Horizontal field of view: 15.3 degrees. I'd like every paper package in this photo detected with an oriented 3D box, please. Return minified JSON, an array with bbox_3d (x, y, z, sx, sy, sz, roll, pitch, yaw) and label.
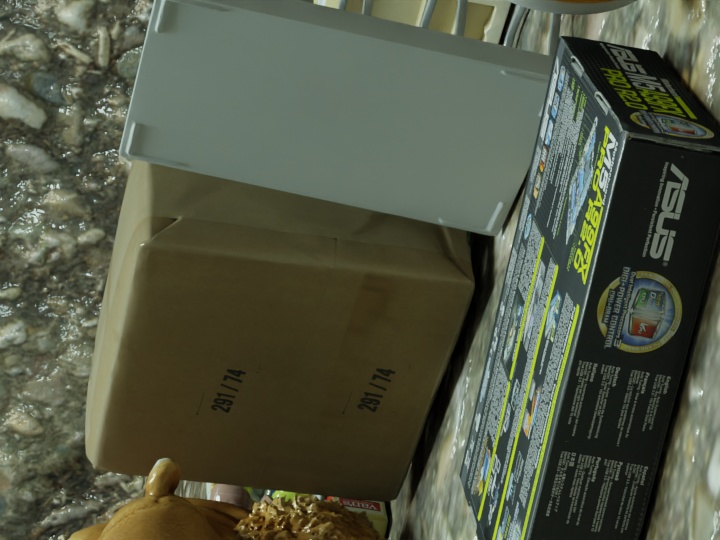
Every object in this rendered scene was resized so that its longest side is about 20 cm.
[{"bbox_3d":[-0.045,0.023,1.463,0.200,0.190,0.104,106,168,-45],"label":"paper package"}]

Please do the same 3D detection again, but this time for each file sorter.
[{"bbox_3d":[-0.006,-0.123,1.344,0.139,0.199,0.125,111,168,-55],"label":"file sorter"}]

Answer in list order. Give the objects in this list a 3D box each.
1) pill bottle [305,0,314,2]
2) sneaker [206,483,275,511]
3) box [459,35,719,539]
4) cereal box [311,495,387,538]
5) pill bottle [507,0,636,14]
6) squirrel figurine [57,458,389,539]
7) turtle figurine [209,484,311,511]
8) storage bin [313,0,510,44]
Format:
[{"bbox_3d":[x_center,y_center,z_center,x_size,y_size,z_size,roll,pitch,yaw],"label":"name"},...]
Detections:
[{"bbox_3d":[-0.062,-0.139,1.717,0.116,0.115,0.201,130,133,-75],"label":"pill bottle"},{"bbox_3d":[-0.065,0.074,1.700,0.088,0.075,0.201,164,120,-79],"label":"sneaker"},{"bbox_3d":[0.088,0.023,1.048,0.160,0.044,0.201,-107,27,-72],"label":"box"},{"bbox_3d":[-0.023,0.170,1.673,0.200,0.039,0.144,-100,23,-69],"label":"cereal box"},{"bbox_3d":[0.096,-0.202,1.024,0.200,0.112,0.112,108,169,-51],"label":"pill bottle"},{"bbox_3d":[-0.073,0.162,1.445,0.187,0.199,0.142,79,178,-66],"label":"squirrel figurine"},{"bbox_3d":[-0.066,0.183,1.597,0.200,0.064,0.162,17,94,53],"label":"turtle figurine"},{"bbox_3d":[0.029,-0.182,1.554,0.200,0.093,0.199,-89,11,-48],"label":"storage bin"}]
